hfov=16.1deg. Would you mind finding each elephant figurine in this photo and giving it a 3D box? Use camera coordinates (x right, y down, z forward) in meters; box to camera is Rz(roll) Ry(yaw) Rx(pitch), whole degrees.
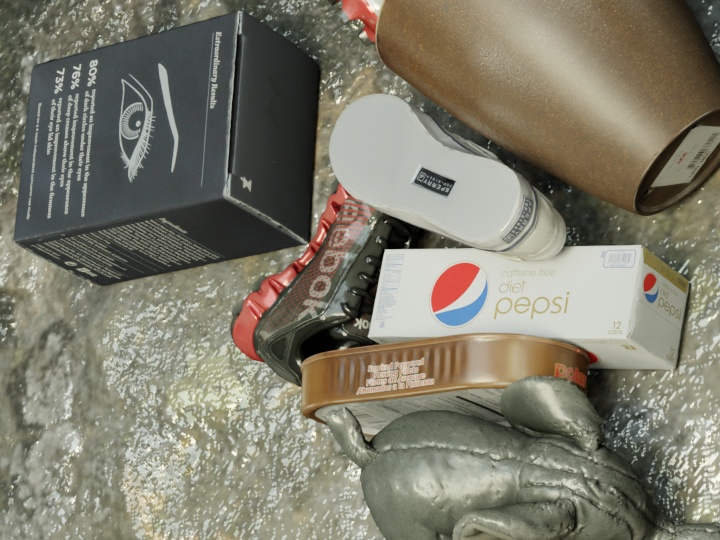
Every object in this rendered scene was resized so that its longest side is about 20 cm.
[{"bbox_3d":[0.109,0.132,1.537,0.200,0.155,0.142,-12,88,43],"label":"elephant figurine"}]

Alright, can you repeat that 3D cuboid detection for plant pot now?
[{"bbox_3d":[0.144,-0.135,1.627,0.187,0.187,0.200,-48,66,10],"label":"plant pot"}]

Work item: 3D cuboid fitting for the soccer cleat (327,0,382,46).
[{"bbox_3d":[-0.009,-0.250,1.845,0.085,0.069,0.200,-37,57,7],"label":"soccer cleat"}]

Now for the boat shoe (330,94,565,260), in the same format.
[{"bbox_3d":[0.058,-0.055,1.637,0.200,0.070,0.071,27,89,48],"label":"boat shoe"}]

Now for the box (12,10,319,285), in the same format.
[{"bbox_3d":[-0.140,-0.085,1.840,0.200,0.104,0.148,-9,66,32],"label":"box"}]

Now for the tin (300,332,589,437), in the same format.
[{"bbox_3d":[0.053,0.076,1.630,0.200,0.112,0.042,-9,74,34],"label":"tin"}]

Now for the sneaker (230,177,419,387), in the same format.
[{"bbox_3d":[0.000,0.000,1.726,0.200,0.071,0.098,-51,51,10],"label":"sneaker"}]

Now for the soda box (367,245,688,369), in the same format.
[{"bbox_3d":[0.107,0.024,1.640,0.200,0.068,0.064,0,71,36],"label":"soda box"}]
